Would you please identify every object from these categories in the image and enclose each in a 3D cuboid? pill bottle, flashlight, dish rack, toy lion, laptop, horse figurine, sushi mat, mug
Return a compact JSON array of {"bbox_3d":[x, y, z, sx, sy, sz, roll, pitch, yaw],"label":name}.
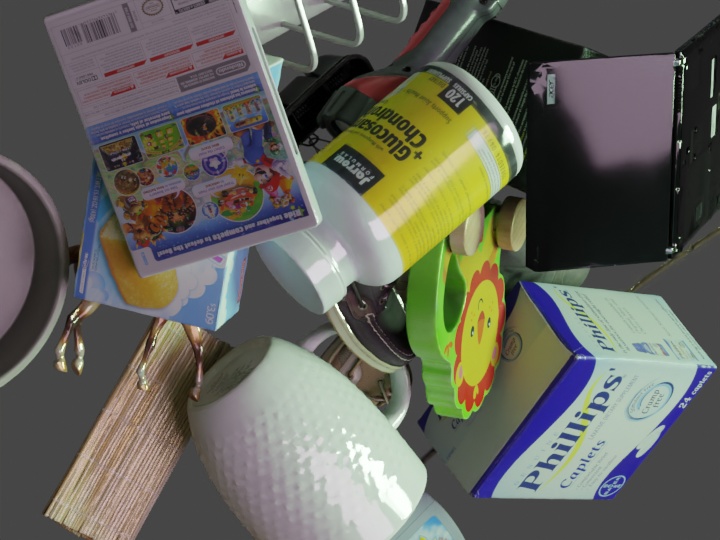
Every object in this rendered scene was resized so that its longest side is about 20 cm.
[{"bbox_3d":[0.019,-0.060,1.584,0.200,0.112,0.112,-41,128,-16],"label":"pill bottle"},{"bbox_3d":[0.047,-0.178,1.686,0.068,0.068,0.200,38,73,-5],"label":"flashlight"},{"bbox_3d":[-0.026,-0.070,1.741,0.153,0.055,0.200,-44,130,-17],"label":"dish rack"},{"bbox_3d":[0.082,0.030,1.748,0.200,0.069,0.192,-4,102,-69],"label":"toy lion"},{"bbox_3d":[0.219,-0.106,1.689,0.200,0.103,0.177,-39,134,-55],"label":"laptop"},{"bbox_3d":[-0.182,0.025,1.647,0.200,0.050,0.133,15,84,-36],"label":"horse figurine"},{"bbox_3d":[-0.180,0.134,1.721,0.096,0.012,0.200,33,85,-43],"label":"sushi mat"},{"bbox_3d":[-0.038,0.129,1.729,0.200,0.148,0.175,-47,110,-21],"label":"mug"}]

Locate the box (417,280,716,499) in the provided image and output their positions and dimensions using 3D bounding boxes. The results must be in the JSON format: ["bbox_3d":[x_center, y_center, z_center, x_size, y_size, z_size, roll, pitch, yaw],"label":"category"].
[{"bbox_3d":[0.189,0.114,1.912,0.200,0.105,0.184,6,128,-41],"label":"box"}]

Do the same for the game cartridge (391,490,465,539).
[{"bbox_3d":[0.042,0.286,1.950,0.133,0.040,0.200,-46,130,-21],"label":"game cartridge"}]

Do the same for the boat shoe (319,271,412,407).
[{"bbox_3d":[0.010,0.085,1.812,0.072,0.065,0.200,21,96,-58],"label":"boat shoe"}]

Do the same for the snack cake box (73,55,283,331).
[{"bbox_3d":[-0.134,-0.068,1.537,0.067,0.115,0.200,-46,148,-71],"label":"snack cake box"}]

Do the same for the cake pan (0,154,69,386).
[{"bbox_3d":[-0.312,0.002,1.529,0.200,0.037,0.200,-10,110,-30],"label":"cake pan"}]

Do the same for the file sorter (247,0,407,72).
[{"bbox_3d":[-0.048,-0.236,1.611,0.200,0.124,0.139,-32,124,-26],"label":"file sorter"}]

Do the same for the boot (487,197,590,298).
[{"bbox_3d":[0.130,0.010,1.897,0.200,0.070,0.132,18,101,-37],"label":"boot"}]

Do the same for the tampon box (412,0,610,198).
[{"bbox_3d":[0.146,-0.132,1.760,0.150,0.200,0.126,15,97,-42],"label":"tampon box"}]

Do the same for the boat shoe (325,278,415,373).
[{"bbox_3d":[0.000,0.000,1.683,0.200,0.065,0.072,58,30,-25],"label":"boat shoe"}]

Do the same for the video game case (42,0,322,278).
[{"bbox_3d":[-0.125,-0.107,1.477,0.018,0.143,0.200,-56,128,-71],"label":"video game case"}]
